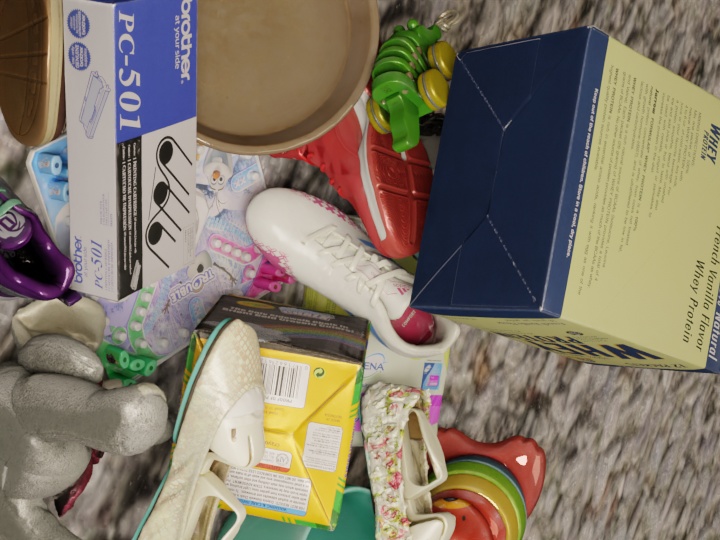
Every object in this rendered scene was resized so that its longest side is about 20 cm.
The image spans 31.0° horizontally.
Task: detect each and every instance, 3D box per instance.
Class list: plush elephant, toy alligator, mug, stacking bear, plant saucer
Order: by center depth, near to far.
[{"bbox_3d":[-0.201,0.104,0.877,0.155,0.199,0.165,-28,135,-65],"label":"plush elephant"},{"bbox_3d":[-0.083,-0.184,0.962,0.199,0.029,0.201,0,89,-18],"label":"plant saucer"},{"bbox_3d":[0.040,-0.165,1.000,0.054,0.059,0.200,52,35,-28],"label":"toy alligator"},{"bbox_3d":[-0.048,0.239,1.088,0.152,0.114,0.186,44,55,-42],"label":"mug"},{"bbox_3d":[0.095,0.228,1.182,0.200,0.121,0.114,-33,127,-73],"label":"stacking bear"}]

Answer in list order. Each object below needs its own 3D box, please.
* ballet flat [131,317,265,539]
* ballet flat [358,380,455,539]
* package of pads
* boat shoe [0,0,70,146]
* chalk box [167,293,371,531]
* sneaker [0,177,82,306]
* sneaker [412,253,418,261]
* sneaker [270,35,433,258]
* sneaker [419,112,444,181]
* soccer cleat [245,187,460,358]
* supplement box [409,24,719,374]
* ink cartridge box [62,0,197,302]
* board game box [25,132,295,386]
[{"bbox_3d":[-0.093,0.128,0.844,0.067,0.062,0.201,-16,130,-66],"label":"ballet flat"},{"bbox_3d":[0.043,0.187,1.061,0.076,0.064,0.201,6,71,-63],"label":"ballet flat"},{"bbox_3d":[0.013,0.056,1.152,0.154,0.068,0.201,9,89,-48],"label":"package of pads"},{"bbox_3d":[-0.198,-0.183,0.869,0.072,0.072,0.201,-2,94,-46],"label":"boat shoe"},{"bbox_3d":[-0.062,0.095,0.975,0.200,0.124,0.124,-71,172,-82],"label":"chalk box"},{"bbox_3d":[-0.249,-0.055,0.826,0.075,0.087,0.200,-55,134,-23],"label":"sneaker"},{"bbox_3d":[0.106,-0.037,1.142,0.091,0.077,0.200,62,34,-7],"label":"sneaker"},{"bbox_3d":[-0.015,-0.087,1.037,0.078,0.115,0.201,15,56,-46],"label":"sneaker"},{"bbox_3d":[0.057,-0.102,1.078,0.074,0.200,0.080,-21,93,-32],"label":"sneaker"},{"bbox_3d":[0.000,0.000,1.033,0.200,0.086,0.070,38,78,-20],"label":"soccer cleat"},{"bbox_3d":[0.167,-0.043,0.952,0.199,0.134,0.201,18,79,-37],"label":"supplement box"},{"bbox_3d":[-0.154,-0.089,0.882,0.094,0.044,0.201,-32,130,-57],"label":"ink cartridge box"},{"bbox_3d":[-0.140,-0.036,0.996,0.200,0.026,0.201,-35,122,-38],"label":"board game box"}]
